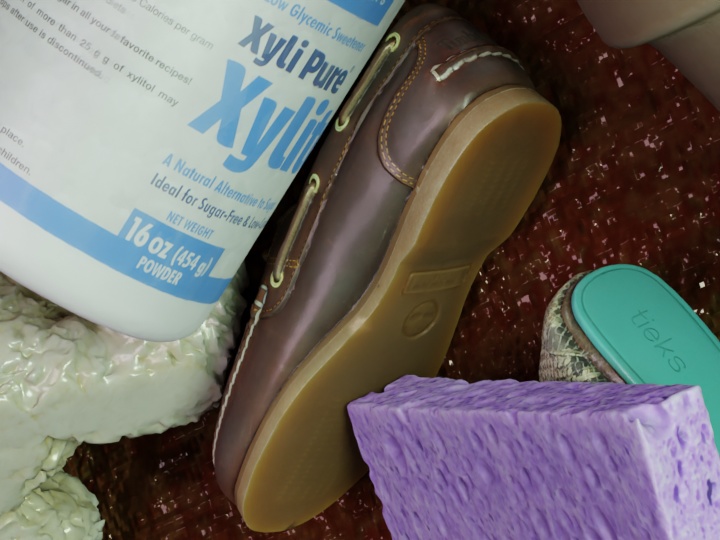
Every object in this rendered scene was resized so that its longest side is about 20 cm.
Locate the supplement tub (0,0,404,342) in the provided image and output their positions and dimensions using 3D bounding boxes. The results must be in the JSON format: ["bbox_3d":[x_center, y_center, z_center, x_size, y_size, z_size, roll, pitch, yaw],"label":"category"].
[{"bbox_3d":[-0.062,-0.089,0.973,0.132,0.132,0.200,38,101,32],"label":"supplement tub"}]

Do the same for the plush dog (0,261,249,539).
[{"bbox_3d":[-0.158,0.017,1.112,0.200,0.160,0.172,-55,38,32],"label":"plush dog"}]

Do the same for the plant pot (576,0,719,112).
[{"bbox_3d":[0.174,-0.071,0.783,0.200,0.200,0.175,-26,97,40],"label":"plant pot"}]

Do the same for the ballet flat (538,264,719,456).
[{"bbox_3d":[0.125,0.081,0.893,0.200,0.068,0.076,47,144,34],"label":"ballet flat"}]

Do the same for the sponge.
[{"bbox_3d":[0.065,0.091,0.918,0.200,0.030,0.112,-3,109,65],"label":"sponge"}]

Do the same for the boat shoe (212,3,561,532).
[{"bbox_3d":[0.000,0.000,1.008,0.070,0.070,0.200,46,116,32],"label":"boat shoe"}]
